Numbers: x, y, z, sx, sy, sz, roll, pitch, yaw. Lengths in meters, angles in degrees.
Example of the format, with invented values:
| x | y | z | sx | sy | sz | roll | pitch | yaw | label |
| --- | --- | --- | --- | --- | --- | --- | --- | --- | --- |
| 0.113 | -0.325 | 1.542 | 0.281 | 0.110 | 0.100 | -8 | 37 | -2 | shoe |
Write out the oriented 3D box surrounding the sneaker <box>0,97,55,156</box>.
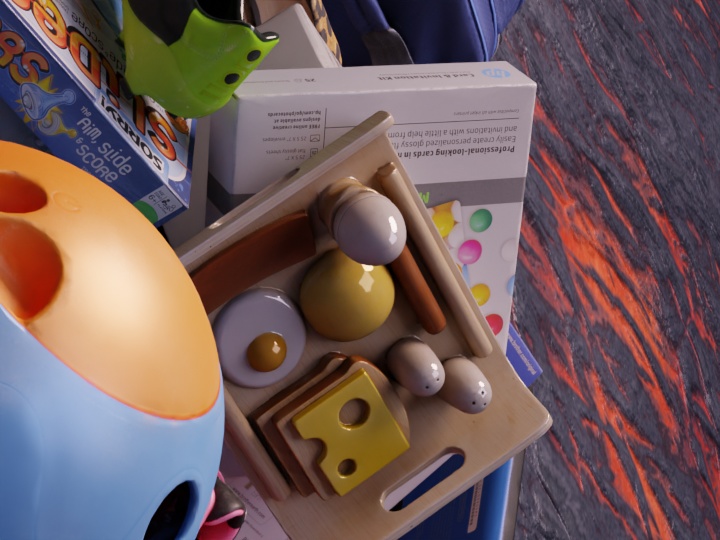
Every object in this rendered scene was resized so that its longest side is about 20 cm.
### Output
| x | y | z | sx | sy | sz | roll | pitch | yaw | label |
| --- | --- | --- | --- | --- | --- | --- | --- | --- | --- |
| -0.143 | -0.026 | 0.894 | 0.073 | 0.071 | 0.201 | -18 | 98 | -66 | sneaker |

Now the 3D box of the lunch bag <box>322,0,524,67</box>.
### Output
| x | y | z | sx | sy | sz | roll | pitch | yaw | label |
| --- | --- | --- | --- | --- | --- | --- | --- | --- | --- |
| 0.018 | -0.213 | 1.246 | 0.132 | 0.135 | 0.201 | -65 | 139 | -53 | lunch bag |

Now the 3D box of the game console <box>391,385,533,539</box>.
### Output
| x | y | z | sx | sy | sz | roll | pitch | yaw | label |
| --- | --- | --- | --- | --- | --- | --- | --- | --- | --- |
| 0.077 | 0.198 | 1.271 | 0.118 | 0.171 | 0.201 | 33 | 46 | -25 | game console |

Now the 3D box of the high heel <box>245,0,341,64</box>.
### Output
| x | y | z | sx | sy | sz | roll | pitch | yaw | label |
| --- | --- | --- | --- | --- | --- | --- | --- | --- | --- |
| -0.049 | -0.137 | 1.119 | 0.200 | 0.071 | 0.143 | -64 | 135 | -76 | high heel |

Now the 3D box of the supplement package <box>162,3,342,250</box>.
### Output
| x | y | z | sx | sy | sz | roll | pitch | yaw | label |
| --- | --- | --- | --- | --- | --- | --- | --- | --- | --- |
| -0.025 | -0.025 | 1.064 | 0.200 | 0.117 | 0.118 | 50 | 12 | -49 | supplement package |

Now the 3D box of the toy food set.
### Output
| x | y | z | sx | sy | sz | roll | pitch | yaw | label |
| --- | --- | --- | --- | --- | --- | --- | --- | --- | --- |
| -0.005 | 0.040 | 0.906 | 0.200 | 0.143 | 0.060 | 60 | -9 | -31 | toy food set |

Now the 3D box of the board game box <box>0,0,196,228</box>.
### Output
| x | y | z | sx | sy | sz | roll | pitch | yaw | label |
| --- | --- | --- | --- | --- | --- | --- | --- | --- | --- |
| -0.147 | -0.125 | 0.875 | 0.200 | 0.034 | 0.136 | 50 | 22 | -30 | board game box |

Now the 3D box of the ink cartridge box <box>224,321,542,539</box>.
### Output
| x | y | z | sx | sy | sz | roll | pitch | yaw | label |
| --- | --- | --- | --- | --- | --- | --- | --- | --- | --- |
| -0.002 | 0.083 | 1.051 | 0.042 | 0.200 | 0.119 | 51 | -1 | 42 | ink cartridge box |

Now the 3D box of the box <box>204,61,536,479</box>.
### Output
| x | y | z | sx | sy | sz | roll | pitch | yaw | label |
| --- | --- | --- | --- | --- | --- | --- | --- | --- | --- |
| 0.000 | 0.000 | 0.952 | 0.041 | 0.155 | 0.201 | -132 | -137 | -58 | box |

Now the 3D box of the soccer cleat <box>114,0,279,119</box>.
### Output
| x | y | z | sx | sy | sz | roll | pitch | yaw | label |
| --- | --- | --- | --- | --- | --- | --- | --- | --- | --- |
| -0.088 | -0.163 | 0.887 | 0.067 | 0.081 | 0.201 | 14 | 49 | -52 | soccer cleat |

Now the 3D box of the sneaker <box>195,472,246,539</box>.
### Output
| x | y | z | sx | sy | sz | roll | pitch | yaw | label |
| --- | --- | --- | --- | --- | --- | --- | --- | --- | --- |
| -0.095 | 0.104 | 0.931 | 0.079 | 0.095 | 0.201 | 36 | 49 | -56 | sneaker |

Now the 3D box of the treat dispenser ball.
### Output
| x | y | z | sx | sy | sz | roll | pitch | yaw | label |
| --- | --- | --- | --- | --- | --- | --- | --- | --- | --- |
| -0.149 | 0.051 | 0.695 | 0.201 | 0.200 | 0.202 | -9 | 90 | -66 | treat dispenser ball |
